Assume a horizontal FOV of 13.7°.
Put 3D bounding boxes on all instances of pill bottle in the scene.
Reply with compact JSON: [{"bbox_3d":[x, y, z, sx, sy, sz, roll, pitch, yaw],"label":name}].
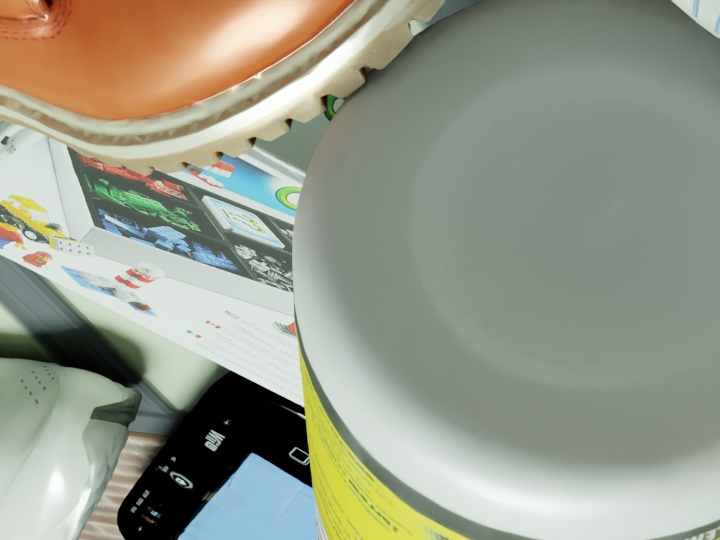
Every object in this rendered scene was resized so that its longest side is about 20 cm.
[{"bbox_3d":[0.045,0.037,0.635,0.112,0.113,0.200,15,155,9],"label":"pill bottle"}]

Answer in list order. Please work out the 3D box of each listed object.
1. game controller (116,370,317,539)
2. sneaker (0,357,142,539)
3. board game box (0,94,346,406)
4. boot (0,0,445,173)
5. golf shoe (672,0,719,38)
[{"bbox_3d":[-0.016,0.080,0.940,0.104,0.042,0.200,22,156,-7],"label":"game controller"},{"bbox_3d":[-0.144,0.059,0.959,0.087,0.075,0.200,37,151,-27],"label":"sneaker"},{"bbox_3d":[0.000,0.000,0.755,0.199,0.035,0.126,28,155,-20],"label":"board game box"},{"bbox_3d":[-0.073,-0.078,0.595,0.199,0.075,0.107,2,147,37],"label":"boot"},{"bbox_3d":[0.085,-0.065,0.526,0.097,0.078,0.200,24,165,48],"label":"golf shoe"}]
